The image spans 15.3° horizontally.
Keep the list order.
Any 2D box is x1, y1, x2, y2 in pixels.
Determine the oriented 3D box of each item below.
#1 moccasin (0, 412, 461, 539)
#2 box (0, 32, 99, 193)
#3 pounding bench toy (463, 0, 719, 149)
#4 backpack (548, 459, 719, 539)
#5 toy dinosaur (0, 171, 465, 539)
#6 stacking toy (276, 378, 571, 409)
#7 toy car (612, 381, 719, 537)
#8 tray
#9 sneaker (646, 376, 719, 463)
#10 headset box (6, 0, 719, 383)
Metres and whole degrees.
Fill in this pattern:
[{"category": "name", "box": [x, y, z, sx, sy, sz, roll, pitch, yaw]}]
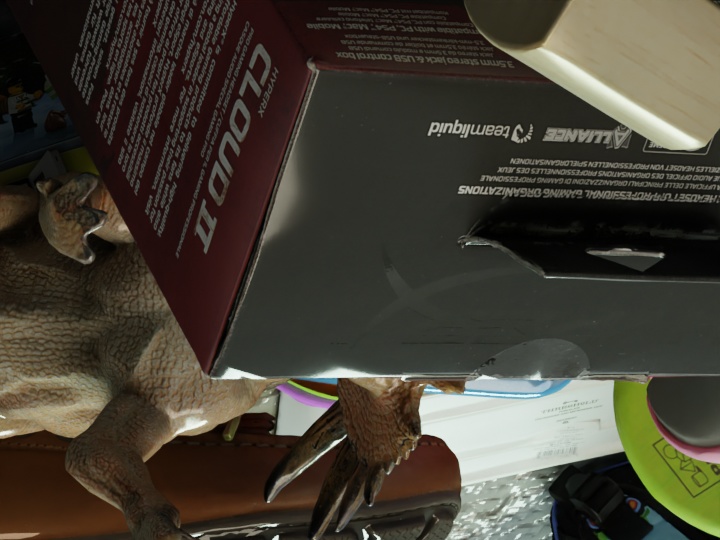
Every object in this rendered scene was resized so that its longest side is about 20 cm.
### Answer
[{"category": "moccasin", "box": [-0.072, 0.057, 0.713, 0.201, 0.078, 0.074, -4, 148, -7]}, {"category": "box", "box": [-0.113, 0.019, 0.741, 0.136, 0.038, 0.200, -18, 149, -2]}, {"category": "pounding bench toy", "box": [0.070, -0.141, 0.480, 0.156, 0.201, 0.124, -37, 144, 29]}, {"category": "backpack", "box": [0.178, 0.159, 1.001, 0.182, 0.200, 0.135, -17, 149, -4]}, {"category": "toy dinosaur", "box": [-0.060, 0.014, 0.626, 0.199, 0.086, 0.135, 13, -174, 19]}, {"category": "stacking toy", "box": [0.000, 0.000, 0.775, 0.109, 0.117, 0.200, 7, 162, -4]}, {"category": "toy car", "box": [0.171, 0.004, 0.829, 0.200, 0.175, 0.150, -39, 180, 29]}, {"category": "tray", "box": [0.068, 0.042, 0.933, 0.199, 0.022, 0.108, -11, 149, -13]}, {"category": "sneaker", "box": [0.117, -0.023, 0.682, 0.095, 0.200, 0.079, 12, 134, -13]}, {"category": "headset box", "box": [0.015, -0.053, 0.575, 0.148, 0.200, 0.077, 1, 125, -28]}]
